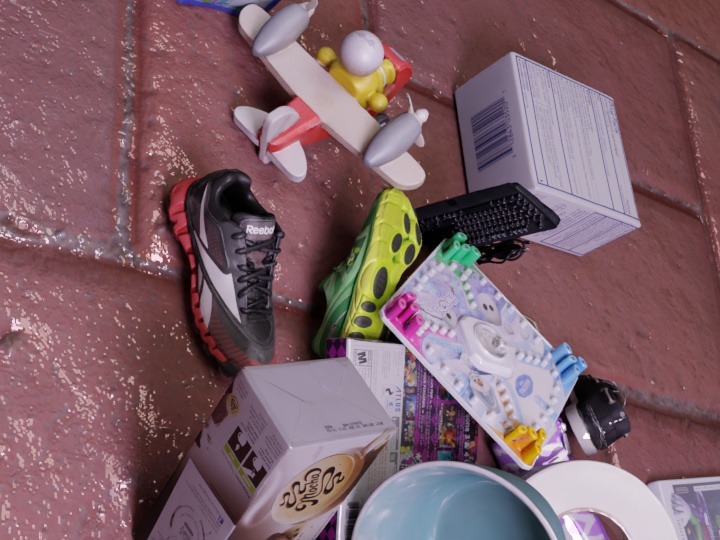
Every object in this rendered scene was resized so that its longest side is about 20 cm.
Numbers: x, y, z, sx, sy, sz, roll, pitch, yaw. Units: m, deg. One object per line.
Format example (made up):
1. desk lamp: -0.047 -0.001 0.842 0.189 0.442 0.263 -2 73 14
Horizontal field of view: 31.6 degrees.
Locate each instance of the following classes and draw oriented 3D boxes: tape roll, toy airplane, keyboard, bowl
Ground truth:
1. tape roll: 0.215 0.287 1.254 0.201 0.037 0.205 1 82 -9
2. toy airplane: -0.028 -0.180 1.273 0.198 0.141 0.200 15 46 -19
3. keyboard: 0.124 -0.035 1.312 0.104 0.199 0.040 33 67 -25
4. bowl: 0.100 0.251 1.102 0.105 0.200 0.202 -15 79 -63

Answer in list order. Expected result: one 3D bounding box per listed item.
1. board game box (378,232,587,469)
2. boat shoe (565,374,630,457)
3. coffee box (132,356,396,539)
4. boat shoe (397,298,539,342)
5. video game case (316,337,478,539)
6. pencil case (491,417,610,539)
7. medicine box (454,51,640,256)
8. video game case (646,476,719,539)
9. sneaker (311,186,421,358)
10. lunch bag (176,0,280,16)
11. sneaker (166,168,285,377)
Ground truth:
1. board game box: 0.126 0.069 1.235 0.200 0.026 0.200 47 32 0
2. boat shoe: 0.259 0.148 1.382 0.074 0.060 0.200 65 11 1
3. coffee box: -0.077 0.165 0.981 0.112 0.201 0.080 -1 45 -46
4. boat shoe: 0.127 0.062 1.345 0.199 0.074 0.076 6 64 -43
5. video game case: 0.039 0.168 1.181 0.180 0.036 0.202 7 83 -42
6. pencil case: 0.209 0.244 1.318 0.201 0.085 0.084 66 18 3
7. medicine box: 0.224 -0.135 1.531 0.199 0.103 0.184 15 58 -40
8. video game case: 0.432 0.340 1.535 0.199 0.023 0.183 6 65 -43
9. sneaker: 0.000 0.000 1.238 0.074 0.083 0.201 49 51 -39
10. lunch bag: -0.089 -0.349 1.287 0.128 0.170 0.200 55 41 -6
11. sneaker: -0.108 -0.001 1.129 0.070 0.098 0.202 -3 72 -47
